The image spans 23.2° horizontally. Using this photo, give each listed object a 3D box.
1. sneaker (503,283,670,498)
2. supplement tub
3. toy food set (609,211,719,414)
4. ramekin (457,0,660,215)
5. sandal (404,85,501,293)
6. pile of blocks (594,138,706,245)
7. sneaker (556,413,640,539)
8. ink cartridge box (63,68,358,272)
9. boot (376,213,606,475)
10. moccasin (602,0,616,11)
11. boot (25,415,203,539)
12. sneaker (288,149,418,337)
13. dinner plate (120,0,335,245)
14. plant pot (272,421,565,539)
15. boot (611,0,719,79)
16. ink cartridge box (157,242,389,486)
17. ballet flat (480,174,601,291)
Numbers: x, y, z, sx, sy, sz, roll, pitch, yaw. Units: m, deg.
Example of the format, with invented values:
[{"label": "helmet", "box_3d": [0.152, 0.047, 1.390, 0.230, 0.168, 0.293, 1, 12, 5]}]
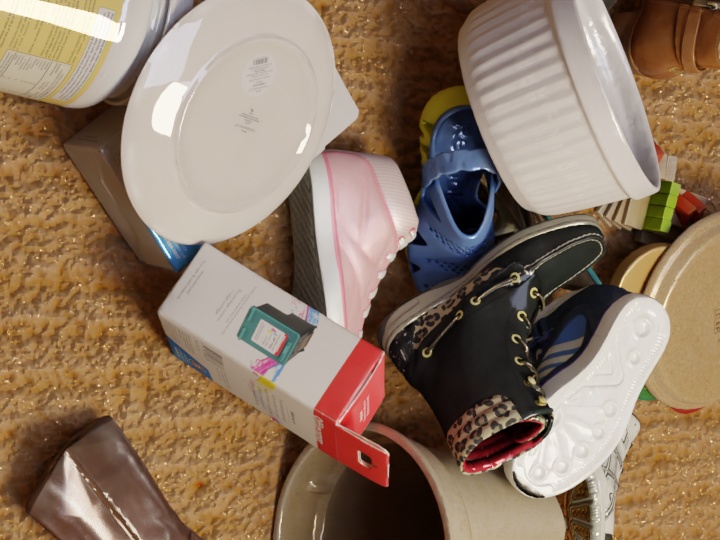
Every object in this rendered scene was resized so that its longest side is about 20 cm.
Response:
[{"label": "sneaker", "box_3d": [0.165, 0.098, 1.469, 0.081, 0.146, 0.200, 40, 77, -17]}, {"label": "supplement tub", "box_3d": [-0.230, -0.193, 1.204, 0.199, 0.145, 0.146, 12, 89, -33]}, {"label": "toy food set", "box_3d": [0.318, 0.039, 1.623, 0.200, 0.049, 0.198, -34, 124, -22]}, {"label": "ramekin", "box_3d": [0.156, -0.140, 1.401, 0.105, 0.200, 0.201, -20, 112, 17]}, {"label": "sandal", "box_3d": [0.078, -0.044, 1.432, 0.079, 0.087, 0.201, -5, 117, -6]}, {"label": "pile of blocks", "box_3d": [0.247, -0.085, 1.572, 0.200, 0.062, 0.082, 44, 72, -28]}, {"label": "sneaker", "box_3d": [0.216, 0.164, 1.574, 0.087, 0.076, 0.201, -11, 102, -31]}, {"label": "ink cartridge box", "box_3d": [-0.110, -0.107, 1.337, 0.200, 0.068, 0.115, -41, 117, -22]}, {"label": "boot", "box_3d": [0.129, 0.058, 1.389, 0.203, 0.154, 0.074, -30, 142, 1]}, {"label": "moccasin", "box_3d": [0.180, -0.255, 1.505, 0.201, 0.078, 0.074, -47, 135, 1]}, {"label": "boot", "box_3d": [-0.200, 0.233, 1.320, 0.187, 0.064, 0.200, -53, 123, -31]}, {"label": "sneaker", "box_3d": [0.000, 0.000, 1.415, 0.104, 0.075, 0.201, -4, 94, -27]}, {"label": "dinner plate", "box_3d": [-0.086, -0.107, 1.261, 0.200, 0.024, 0.201, -28, 131, -36]}, {"label": "plant pot", "box_3d": [0.062, 0.224, 1.429, 0.183, 0.200, 0.201, 6, 93, -44]}, {"label": "boot", "box_3d": [0.297, -0.258, 1.528, 0.077, 0.155, 0.200, 35, 77, -30]}, {"label": "ink cartridge box", "box_3d": [-0.048, 0.073, 1.311, 0.200, 0.116, 0.067, 31, 74, 11]}, {"label": "ballet flat", "box_3d": [0.130, -0.042, 1.508, 0.072, 0.068, 0.200, -36, 115, -2]}]
